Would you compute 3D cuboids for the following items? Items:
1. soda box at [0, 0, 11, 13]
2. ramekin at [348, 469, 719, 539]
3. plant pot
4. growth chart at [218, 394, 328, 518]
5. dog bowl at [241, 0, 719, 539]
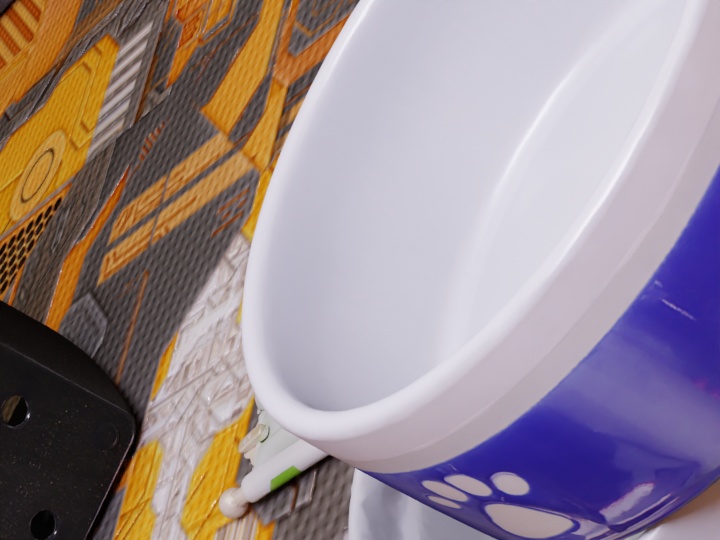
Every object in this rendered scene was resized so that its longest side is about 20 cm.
[{"bbox_3d":[-0.249,-0.259,1.798,0.200,0.071,0.064,-39,32,40],"label":"soda box"},{"bbox_3d":[0.096,0.044,0.725,0.200,0.105,0.201,-44,29,32],"label":"ramekin"},{"bbox_3d":[-0.230,0.093,1.231,0.177,0.199,0.201,15,75,55],"label":"plant pot"},{"bbox_3d":[0.000,0.000,1.074,0.144,0.018,0.201,-30,37,48],"label":"growth chart"},{"bbox_3d":[0.056,-0.030,0.660,0.200,0.079,0.201,-44,29,32],"label":"dog bowl"}]
